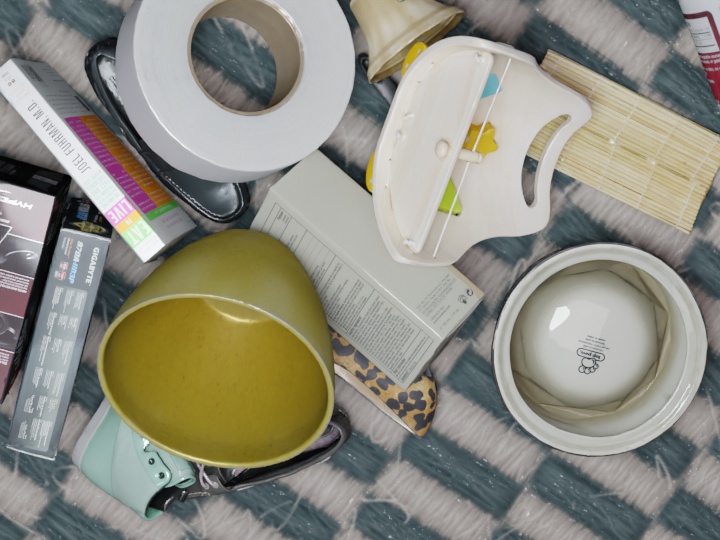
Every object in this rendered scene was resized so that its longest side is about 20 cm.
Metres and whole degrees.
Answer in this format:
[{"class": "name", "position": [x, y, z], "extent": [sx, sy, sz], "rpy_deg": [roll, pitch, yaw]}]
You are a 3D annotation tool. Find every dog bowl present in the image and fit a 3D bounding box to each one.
[{"class": "dog bowl", "position": [0.214, 0.066, 1.600], "extent": [0.199, 0.074, 0.201], "rpy_deg": [-1, 102, -4]}]

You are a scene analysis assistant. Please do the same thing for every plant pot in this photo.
[{"class": "plant pot", "position": [-0.109, 0.049, 1.475], "extent": [0.199, 0.142, 0.201], "rpy_deg": [6, 131, 7]}]

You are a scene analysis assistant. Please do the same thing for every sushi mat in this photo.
[{"class": "sushi mat", "position": [0.237, -0.118, 1.595], "extent": [0.199, 0.012, 0.096], "rpy_deg": [25, 100, -7]}]

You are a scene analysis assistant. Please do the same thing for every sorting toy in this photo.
[{"class": "sorting toy", "position": [0.115, -0.104, 1.508], "extent": [0.179, 0.107, 0.201], "rpy_deg": [10, 110, -33]}]

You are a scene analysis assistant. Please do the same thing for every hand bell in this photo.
[{"class": "hand bell", "position": [-0.008, -0.276, 1.522], "extent": [0.104, 0.104, 0.200], "rpy_deg": [-36, 87, 4]}]

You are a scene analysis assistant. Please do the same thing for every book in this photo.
[{"class": "book", "position": [-0.230, -0.096, 1.495], "extent": [0.048, 0.134, 0.200], "rpy_deg": [-39, 92, 4]}]

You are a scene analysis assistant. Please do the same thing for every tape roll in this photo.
[{"class": "tape roll", "position": [-0.107, -0.180, 1.496], "extent": [0.201, 0.071, 0.204], "rpy_deg": [3, 83, -21]}]

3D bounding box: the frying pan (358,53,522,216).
[{"class": "frying pan", "position": [0.057, -0.102, 1.577], "extent": [0.189, 0.031, 0.115], "rpy_deg": [29, 90, 1]}]

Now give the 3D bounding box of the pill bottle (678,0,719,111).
[{"class": "pill bottle", "position": [0.350, -0.217, 1.532], "extent": [0.112, 0.113, 0.201], "rpy_deg": [-23, 102, 1]}]

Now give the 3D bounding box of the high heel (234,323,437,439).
[{"class": "high heel", "position": [-0.029, 0.106, 1.591], "extent": [0.199, 0.071, 0.143], "rpy_deg": [-15, 96, -10]}]

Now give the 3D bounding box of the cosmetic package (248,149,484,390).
[{"class": "cosmetic package", "position": [0.000, 0.000, 1.526], "extent": [0.200, 0.104, 0.073], "rpy_deg": [42, 54, 6]}]

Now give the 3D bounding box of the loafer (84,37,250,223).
[{"class": "loafer", "position": [-0.174, -0.120, 1.540], "extent": [0.068, 0.070, 0.201], "rpy_deg": [-38, 101, 6]}]

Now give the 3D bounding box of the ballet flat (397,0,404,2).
[{"class": "ballet flat", "position": [0.032, -0.308, 1.482], "extent": [0.071, 0.069, 0.201], "rpy_deg": [10, 57, 10]}]

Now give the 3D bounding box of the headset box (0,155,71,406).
[{"class": "headset box", "position": [-0.307, 0.014, 1.449], "extent": [0.077, 0.149, 0.201], "rpy_deg": [17, 99, -7]}]

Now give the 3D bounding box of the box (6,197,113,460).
[{"class": "box", "position": [-0.261, 0.046, 1.523], "extent": [0.046, 0.159, 0.201], "rpy_deg": [14, 99, -9]}]

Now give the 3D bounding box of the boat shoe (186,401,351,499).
[{"class": "boat shoe", "position": [-0.105, 0.168, 1.608], "extent": [0.199, 0.057, 0.067], "rpy_deg": [-18, 102, 0]}]

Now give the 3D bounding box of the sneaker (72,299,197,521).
[{"class": "sneaker", "position": [-0.172, 0.128, 1.565], "extent": [0.118, 0.074, 0.201], "rpy_deg": [37, 108, 27]}]
